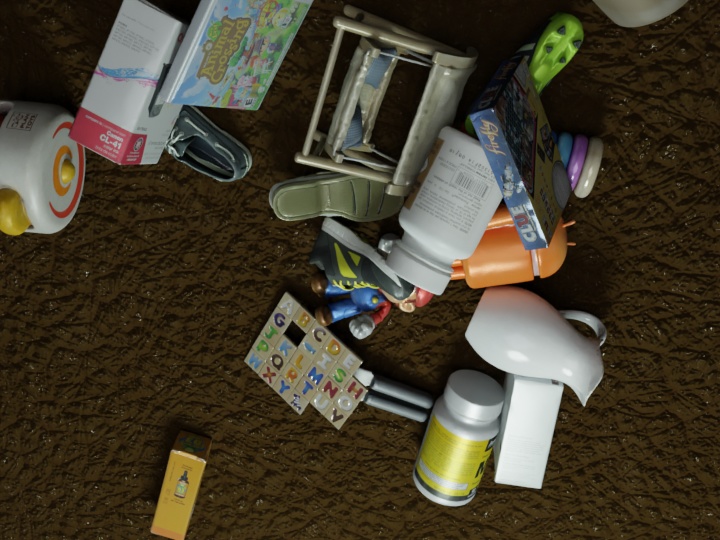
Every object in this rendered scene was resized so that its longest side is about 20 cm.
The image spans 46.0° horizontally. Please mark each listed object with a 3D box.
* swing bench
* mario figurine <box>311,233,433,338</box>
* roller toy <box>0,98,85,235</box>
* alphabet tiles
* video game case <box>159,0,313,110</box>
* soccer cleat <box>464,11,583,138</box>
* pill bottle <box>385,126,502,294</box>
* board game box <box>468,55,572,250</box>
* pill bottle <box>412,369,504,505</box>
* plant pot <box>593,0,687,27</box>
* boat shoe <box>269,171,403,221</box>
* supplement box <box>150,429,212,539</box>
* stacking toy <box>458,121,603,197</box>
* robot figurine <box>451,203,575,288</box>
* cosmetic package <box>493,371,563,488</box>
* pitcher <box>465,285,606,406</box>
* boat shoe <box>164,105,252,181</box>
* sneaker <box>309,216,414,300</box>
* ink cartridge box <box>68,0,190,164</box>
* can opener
[{"bbox_3d":[0.037,-0.224,1.149,0.197,0.130,0.201,18,115,-2],"label":"swing bench"},{"bbox_3d":[0.020,0.022,1.285,0.197,0.106,0.125,-13,112,15],"label":"mario figurine"},{"bbox_3d":[-0.478,-0.148,1.217,0.137,0.200,0.186,6,97,3],"label":"roller toy"},{"bbox_3d":[-0.084,0.157,1.368,0.200,0.008,0.168,41,122,11],"label":"alphabet tiles"},{"bbox_3d":[-0.156,-0.304,1.116,0.022,0.181,0.201,44,118,22],"label":"video game case"},{"bbox_3d":[0.216,-0.259,1.134,0.067,0.081,0.200,38,111,-19],"label":"soccer cleat"},{"bbox_3d":[0.115,-0.077,1.130,0.113,0.114,0.202,26,99,-6],"label":"pill bottle"},{"bbox_3d":[0.207,-0.147,1.072,0.034,0.136,0.202,-7,123,35],"label":"board game box"},{"bbox_3d":[0.161,0.271,1.381,0.112,0.115,0.203,14,117,0],"label":"pill bottle"},{"bbox_3d":[0.322,-0.399,1.012,0.198,0.202,0.174,-30,126,19],"label":"plant pot"},{"bbox_3d":[-0.036,-0.115,1.245,0.197,0.069,0.076,-1,113,-16],"label":"boat shoe"},{"bbox_3d":[-0.322,0.388,1.527,0.066,0.069,0.202,18,118,-3],"label":"supplement box"},{"bbox_3d":[0.232,-0.167,1.187,0.197,0.086,0.087,15,117,6],"label":"stacking toy"},{"bbox_3d":[0.211,-0.039,1.227,0.197,0.117,0.146,-8,112,12],"label":"robot figurine"},{"bbox_3d":[0.264,0.230,1.352,0.080,0.113,0.203,6,115,4],"label":"cosmetic package"},{"bbox_3d":[0.268,0.091,1.268,0.198,0.172,0.122,26,127,9],"label":"pitcher"},{"bbox_3d":[-0.252,-0.193,1.237,0.198,0.062,0.073,31,119,-7],"label":"boat shoe"},{"bbox_3d":[0.000,0.000,1.241,0.074,0.199,0.085,25,100,-48],"label":"sneaker"},{"bbox_3d":[-0.291,-0.249,1.135,0.085,0.148,0.202,28,100,3],"label":"ink cartridge box"},{"bbox_3d":[0.026,0.191,1.396,0.197,0.067,0.053,22,106,-11],"label":"can opener"}]
